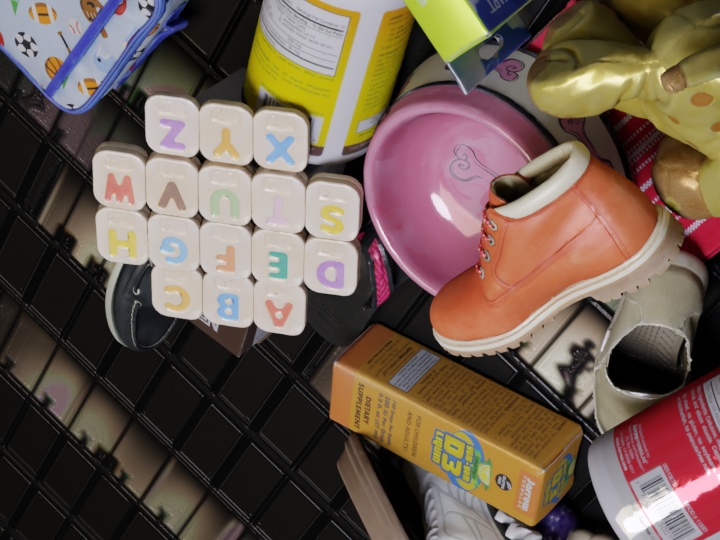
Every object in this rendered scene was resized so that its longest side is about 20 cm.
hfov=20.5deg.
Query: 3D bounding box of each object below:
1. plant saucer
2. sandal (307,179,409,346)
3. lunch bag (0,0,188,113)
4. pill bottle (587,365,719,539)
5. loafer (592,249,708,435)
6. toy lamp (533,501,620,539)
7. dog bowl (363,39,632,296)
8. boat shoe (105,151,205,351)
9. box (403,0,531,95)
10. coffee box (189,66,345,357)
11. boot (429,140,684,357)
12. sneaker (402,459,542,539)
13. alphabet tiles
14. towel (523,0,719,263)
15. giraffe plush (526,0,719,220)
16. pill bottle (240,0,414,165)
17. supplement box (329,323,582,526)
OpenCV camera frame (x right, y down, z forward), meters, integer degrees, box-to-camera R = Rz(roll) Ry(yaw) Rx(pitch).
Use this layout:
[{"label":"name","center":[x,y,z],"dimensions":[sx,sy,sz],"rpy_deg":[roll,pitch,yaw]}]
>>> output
[{"label":"plant saucer","center":[0.031,0.225,1.621],"dimensions":[0.201,0.029,0.200],"rpy_deg":[63,179,2]},{"label":"sandal","center":[0.000,0.000,1.572],"dimensions":[0.075,0.045,0.200],"rpy_deg":[40,136,11]},{"label":"lunch bag","center":[-0.219,-0.224,1.580],"dimensions":[0.160,0.076,0.200],"rpy_deg":[48,138,-1]},{"label":"pill bottle","center":[0.263,0.118,1.351],"dimensions":[0.199,0.112,0.113],"rpy_deg":[-32,97,19]},{"label":"loafer","center":[0.200,0.071,1.421],"dimensions":[0.075,0.068,0.201],"rpy_deg":[13,136,12]},{"label":"toy lamp","center":[0.231,0.225,1.533],"dimensions":[0.199,0.058,0.059],"rpy_deg":[13,126,36]},{"label":"dog bowl","center":[0.088,-0.057,1.411],"dimensions":[0.199,0.074,0.201],"rpy_deg":[20,128,28]},{"label":"boat shoe","center":[-0.143,-0.001,1.551],"dimensions":[0.066,0.074,0.200],"rpy_deg":[42,128,27]},{"label":"box","center":[0.052,-0.228,1.317],"dimensions":[0.048,0.122,0.201],"rpy_deg":[-29,99,37]},{"label":"coffee box","center":[-0.094,-0.044,1.594],"dimensions":[0.114,0.080,0.201],"rpy_deg":[35,135,17]},{"label":"boot","center":[0.102,-0.016,1.303],"dimensions":[0.107,0.075,0.200],"rpy_deg":[40,132,-23]},{"label":"sneaker","center":[0.080,0.205,1.586],"dimensions":[0.200,0.081,0.076],"rpy_deg":[48,144,47]},{"label":"alphabet tiles","center":[-0.098,-0.037,1.458],"dimensions":[0.198,0.015,0.197],"rpy_deg":[8,127,7]},{"label":"towel","center":[0.174,-0.076,1.397],"dimensions":[0.200,0.022,0.145],"rpy_deg":[49,136,1]},{"label":"giraffe plush","center":[0.223,-0.100,1.250],"dimensions":[0.199,0.172,0.163],"rpy_deg":[12,139,54]},{"label":"pill bottle","center":[-0.017,-0.181,1.417],"dimensions":[0.109,0.109,0.201],"rpy_deg":[33,134,17]},{"label":"supplement box","center":[0.074,0.120,1.580],"dimensions":[0.199,0.069,0.067],"rpy_deg":[24,132,23]}]
